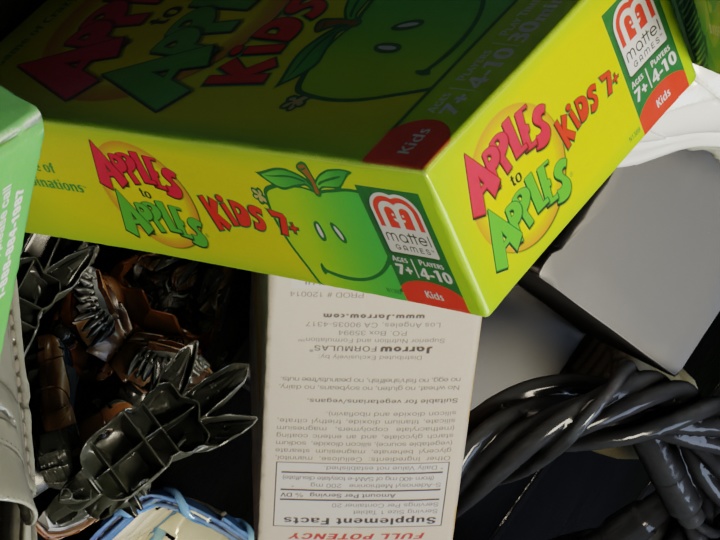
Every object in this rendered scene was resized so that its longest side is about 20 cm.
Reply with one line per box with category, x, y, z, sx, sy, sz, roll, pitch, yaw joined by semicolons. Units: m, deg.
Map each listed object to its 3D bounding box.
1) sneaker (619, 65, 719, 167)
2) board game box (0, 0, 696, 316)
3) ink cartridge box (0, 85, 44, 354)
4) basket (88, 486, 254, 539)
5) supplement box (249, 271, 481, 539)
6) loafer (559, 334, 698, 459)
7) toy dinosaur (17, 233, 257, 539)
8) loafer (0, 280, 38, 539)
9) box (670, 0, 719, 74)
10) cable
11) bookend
sneaker;0.130;-0.082;0.862;0.199;0.078;0.099;10;146;-36
board game box;-0.018;-0.050;0.701;0.102;0.199;0.048;-47;128;-30
ink cartridge box;-0.167;0.043;0.529;0.200;0.084;0.147;-39;155;-47
basket;-0.063;0.179;1.032;0.139;0.176;0.200;-52;175;2
supplement box;0.000;0.000;0.860;0.201;0.073;0.127;95;-6;-48
loafer;0.089;0.038;1.127;0.076;0.068;0.200;-52;-153;7
toy dinosaur;-0.099;0.055;0.860;0.136;0.102;0.201;128;-18;-63
loafer;-0.116;0.058;0.698;0.070;0.070;0.201;6;80;-43
box;0.089;-0.155;0.671;0.144;0.036;0.201;-101;180;-82
cable;0.083;0.097;1.002;0.162;0.051;0.200;-2;150;-15
bookend;0.060;0.003;1.025;0.201;0.092;0.199;-56;-157;-2
